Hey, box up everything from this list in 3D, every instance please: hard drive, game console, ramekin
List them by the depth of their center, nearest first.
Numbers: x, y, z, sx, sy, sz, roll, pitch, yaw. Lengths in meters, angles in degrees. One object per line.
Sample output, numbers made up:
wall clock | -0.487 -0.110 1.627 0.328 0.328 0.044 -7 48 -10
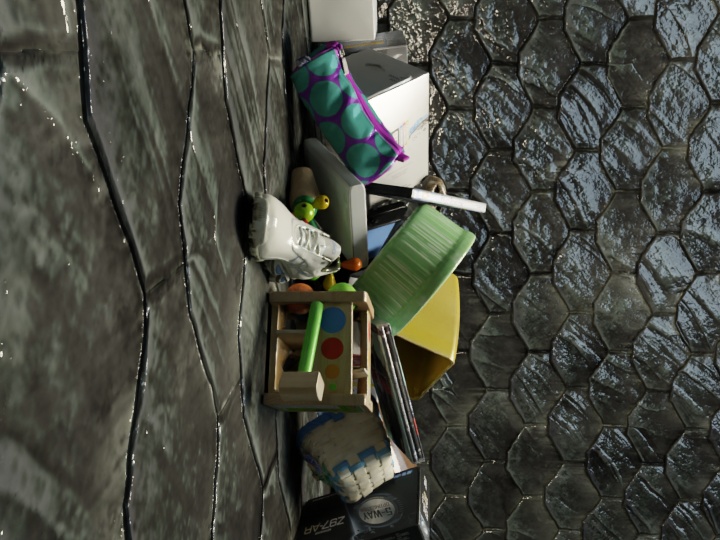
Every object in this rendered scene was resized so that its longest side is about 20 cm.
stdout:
hard drive | -0.039 -0.105 1.228 0.200 0.026 0.132 -129 -150 -54
ramekin | 0.074 -0.006 1.235 0.200 0.098 0.200 -51 180 0
game console | 0.000 0.000 1.353 0.117 0.175 0.200 61 -29 20

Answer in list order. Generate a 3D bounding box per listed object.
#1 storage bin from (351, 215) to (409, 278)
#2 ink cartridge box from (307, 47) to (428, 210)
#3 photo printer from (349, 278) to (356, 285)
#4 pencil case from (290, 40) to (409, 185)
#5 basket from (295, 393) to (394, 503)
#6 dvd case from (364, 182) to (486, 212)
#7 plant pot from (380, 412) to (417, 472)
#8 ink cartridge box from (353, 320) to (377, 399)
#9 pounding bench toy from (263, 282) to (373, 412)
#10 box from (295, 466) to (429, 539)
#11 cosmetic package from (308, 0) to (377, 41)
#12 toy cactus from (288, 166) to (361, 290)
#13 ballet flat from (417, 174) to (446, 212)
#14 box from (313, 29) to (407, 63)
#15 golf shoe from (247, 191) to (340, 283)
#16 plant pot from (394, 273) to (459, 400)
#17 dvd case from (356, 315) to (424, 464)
storage bin | 0.022 -0.049 1.547 0.146 0.199 0.135 -32 132 -84
ink cartridge box | 0.013 -0.234 1.335 0.144 0.147 0.201 -32 136 -31
photo printer | -0.017 0.039 1.723 0.167 0.069 0.201 82 9 -57
pencil case | -0.017 -0.224 1.161 0.200 0.092 0.085 56 39 -12
basket | -0.036 0.235 1.233 0.177 0.139 0.200 79 -16 -56
dvd case | 0.084 -0.116 1.262 0.200 0.142 0.018 4 97 -49
plant pot | 0.018 0.373 1.682 0.187 0.186 0.201 -48 123 -83
ink cartridge box | -0.024 0.161 1.348 0.200 0.116 0.068 82 15 -55
pounding bench toy | -0.052 0.089 1.004 0.200 0.124 0.157 70 20 -76
box | 0.004 0.378 1.214 0.160 0.199 0.044 -72 141 -72
cosmetic package | -0.031 -0.483 1.331 0.081 0.112 0.201 -82 172 -58
toy cactus | -0.066 -0.068 1.129 0.200 0.102 0.166 57 23 -66
ballet flat | 0.118 -0.078 1.435 0.067 0.046 0.201 -44 154 -46
box | 0.005 -0.321 1.448 0.200 0.158 0.048 85 -3 -52
golf shoe | -0.072 -0.039 0.938 0.200 0.097 0.079 64 29 -75
plant pot | 0.066 0.081 1.421 0.200 0.199 0.177 119 -5 -58
dvd case | 0.040 0.162 1.169 0.146 0.022 0.201 -158 -126 -76
